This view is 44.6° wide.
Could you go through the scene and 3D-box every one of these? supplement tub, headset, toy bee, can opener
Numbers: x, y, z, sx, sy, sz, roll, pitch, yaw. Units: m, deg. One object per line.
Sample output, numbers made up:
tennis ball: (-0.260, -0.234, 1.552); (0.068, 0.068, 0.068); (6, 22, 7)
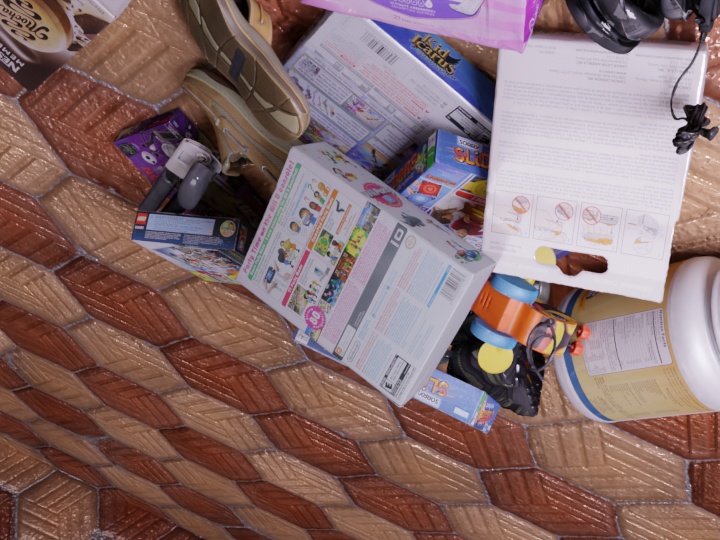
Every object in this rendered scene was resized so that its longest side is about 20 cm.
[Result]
supplement tub: (0.304, 0.069, 0.862); (0.144, 0.146, 0.199); (41, 145, -24)
headset: (0.199, -0.184, 0.593); (0.122, 0.094, 0.202); (-9, 116, 40)
toy bee: (0.161, 0.054, 0.851); (0.108, 0.201, 0.131); (16, 126, -27)
can opener: (-0.218, -0.089, 1.020); (0.053, 0.067, 0.200); (34, 148, -15)

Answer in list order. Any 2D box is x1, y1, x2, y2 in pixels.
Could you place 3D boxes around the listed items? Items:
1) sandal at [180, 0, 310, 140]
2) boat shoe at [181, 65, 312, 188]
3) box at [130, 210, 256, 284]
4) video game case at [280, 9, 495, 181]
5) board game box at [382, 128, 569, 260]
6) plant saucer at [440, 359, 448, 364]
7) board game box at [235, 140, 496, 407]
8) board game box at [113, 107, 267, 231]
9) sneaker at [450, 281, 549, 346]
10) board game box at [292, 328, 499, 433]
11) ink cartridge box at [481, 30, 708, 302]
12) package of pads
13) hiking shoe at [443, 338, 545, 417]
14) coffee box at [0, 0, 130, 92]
sandal: (-0.102, -0.210, 0.798); (0.201, 0.054, 0.080); (53, 149, 2)
boat shoe: (-0.118, -0.130, 0.876); (0.199, 0.076, 0.072); (38, -177, 25)
box: (-0.171, -0.021, 1.083); (0.135, 0.038, 0.200); (5, 167, 18)
video game case: (0.024, -0.155, 0.824); (0.199, 0.046, 0.181); (36, 147, -17)
board game box: (0.127, -0.061, 0.838); (0.198, 0.035, 0.135); (16, 155, -20)
plant saucer: (0.020, 0.085, 1.089); (0.199, 0.039, 0.201); (22, -179, -1)
board game box: (0.000, 0.000, 0.786); (0.199, 0.064, 0.149); (36, 117, 16)
board game box: (-0.195, -0.105, 1.073); (0.119, 0.033, 0.200); (-4, 138, 45)
sneaker: (0.123, 0.039, 0.989); (0.113, 0.077, 0.199); (10, 160, -26)
board game box: (0.040, 0.106, 0.910); (0.198, 0.035, 0.135); (23, 173, 20)
ink cartridge box: (0.185, -0.088, 0.719); (0.159, 0.050, 0.203); (11, 115, 22)
package of pads: (0.042, -0.244, 0.650); (0.198, 0.076, 0.121); (18, 152, 16)
hiking shoe: (0.153, 0.116, 1.017); (0.099, 0.077, 0.200); (5, 158, 25)
coffee box: (-0.308, -0.270, 0.857); (0.113, 0.080, 0.199); (41, 145, -26)
